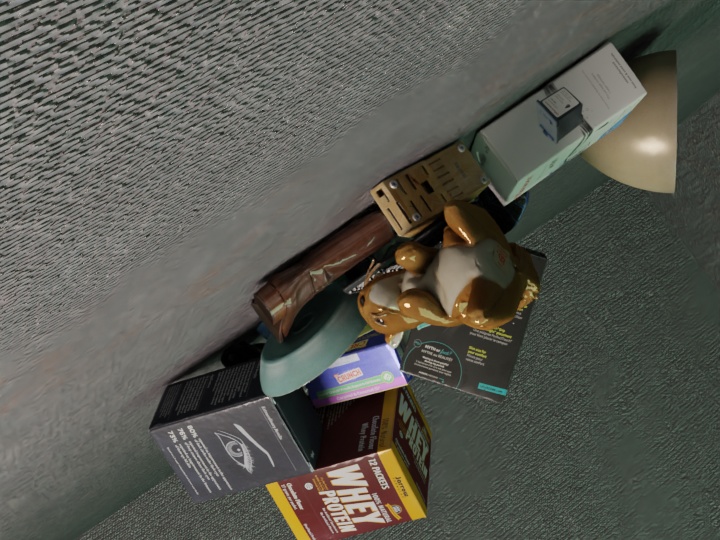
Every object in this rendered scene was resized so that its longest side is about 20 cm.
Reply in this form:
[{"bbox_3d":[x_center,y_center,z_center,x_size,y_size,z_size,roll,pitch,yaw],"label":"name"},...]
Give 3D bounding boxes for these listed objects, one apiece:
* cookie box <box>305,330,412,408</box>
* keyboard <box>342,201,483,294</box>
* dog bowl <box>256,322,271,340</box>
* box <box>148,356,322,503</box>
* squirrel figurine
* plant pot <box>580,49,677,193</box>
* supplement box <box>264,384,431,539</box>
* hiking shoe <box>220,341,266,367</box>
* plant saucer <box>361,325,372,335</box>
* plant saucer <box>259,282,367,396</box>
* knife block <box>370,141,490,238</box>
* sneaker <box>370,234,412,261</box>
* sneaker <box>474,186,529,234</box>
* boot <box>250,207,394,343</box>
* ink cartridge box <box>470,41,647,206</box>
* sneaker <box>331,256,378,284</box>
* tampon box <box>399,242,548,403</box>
[{"bbox_3d":[0.022,0.115,1.548,0.170,0.076,0.200,-17,-165,29],"label":"cookie box"},{"bbox_3d":[0.073,-0.026,1.261,0.199,0.021,0.127,-34,173,31],"label":"keyboard"},{"bbox_3d":[-0.092,0.080,1.582,0.111,0.050,0.200,-36,173,8],"label":"dog bowl"},{"bbox_3d":[-0.173,0.223,1.433,0.198,0.149,0.105,-17,-152,16],"label":"box"},{"bbox_3d":[0.099,0.024,1.174,0.186,0.143,0.199,-28,162,35],"label":"squirrel figurine"},{"bbox_3d":[0.385,-0.213,1.459,0.133,0.203,0.200,1,-177,16],"label":"plant pot"},{"bbox_3d":[-0.011,0.277,1.508,0.198,0.134,0.198,-19,-154,16],"label":"supplement box"},{"bbox_3d":[-0.166,0.136,1.548,0.076,0.100,0.200,-61,-158,-8],"label":"hiking shoe"},{"bbox_3d":[-0.018,0.077,1.447,0.198,0.031,0.200,-25,-178,1],"label":"plant saucer"},{"bbox_3d":[-0.065,0.080,1.330,0.199,0.036,0.200,-37,-161,15],"label":"plant saucer"},{"bbox_3d":[0.071,-0.077,1.245,0.199,0.064,0.176,-30,171,-34],"label":"knife block"},{"bbox_3d":[0.094,-0.036,1.592,0.199,0.078,0.099,-33,176,-7],"label":"sneaker"},{"bbox_3d":[0.187,-0.089,1.453,0.078,0.075,0.200,-46,-176,-23],"label":"sneaker"},{"bbox_3d":[-0.043,0.002,1.283,0.199,0.064,0.186,-38,176,-13],"label":"boot"},{"bbox_3d":[0.246,-0.183,1.291,0.199,0.086,0.146,-36,173,-4],"label":"ink cartridge box"},{"bbox_3d":[0.000,0.000,1.461,0.087,0.075,0.200,-43,-173,-21],"label":"sneaker"},{"bbox_3d":[0.154,0.054,1.375,0.126,0.148,0.202,-29,136,-81],"label":"tampon box"}]
